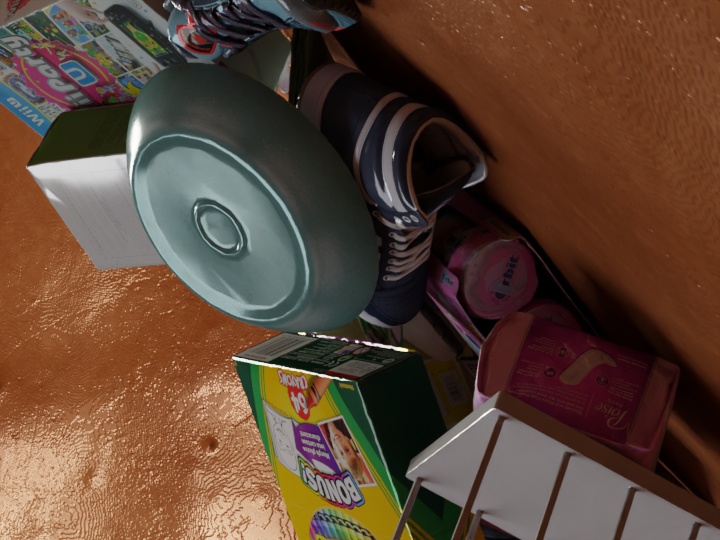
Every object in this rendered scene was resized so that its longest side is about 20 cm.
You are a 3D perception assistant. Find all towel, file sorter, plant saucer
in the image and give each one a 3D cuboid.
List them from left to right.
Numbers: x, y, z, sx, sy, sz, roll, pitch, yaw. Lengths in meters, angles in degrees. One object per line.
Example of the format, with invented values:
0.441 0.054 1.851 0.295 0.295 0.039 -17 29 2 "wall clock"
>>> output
-0.079 -0.034 1.148 0.199 0.036 0.201 25 139 24 "plant saucer"
-0.010 -0.056 1.249 0.200 0.023 0.153 62 -158 -45 "towel"
0.123 0.192 1.108 0.199 0.125 0.139 28 150 -9 "file sorter"

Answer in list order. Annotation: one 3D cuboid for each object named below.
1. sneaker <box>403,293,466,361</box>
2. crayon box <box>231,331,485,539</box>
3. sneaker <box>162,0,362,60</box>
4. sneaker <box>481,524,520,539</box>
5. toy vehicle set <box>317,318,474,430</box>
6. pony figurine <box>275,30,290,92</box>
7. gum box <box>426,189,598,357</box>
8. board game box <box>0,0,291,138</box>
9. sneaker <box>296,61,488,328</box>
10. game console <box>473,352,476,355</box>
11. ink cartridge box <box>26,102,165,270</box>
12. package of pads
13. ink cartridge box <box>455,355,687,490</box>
0.000 0.000 1.385 0.200 0.087 0.075 42 -145 -11 "sneaker"
-0.001 0.137 1.288 0.200 0.058 0.173 5 116 62 "crayon box"
-0.066 -0.155 1.084 0.079 0.095 0.200 48 176 -19 "sneaker"
0.131 0.179 1.556 0.077 0.147 0.202 11 -174 27 "sneaker"
0.040 0.104 1.415 0.027 0.124 0.201 -44 64 58 "toy vehicle set"
-0.158 -0.202 1.409 0.201 0.166 0.193 62 177 33 "pony figurine"
0.109 0.034 1.276 0.200 0.066 0.113 50 176 -31 "gum box"
-0.171 -0.153 1.266 0.199 0.065 0.147 -13 138 43 "board game box"
0.029 -0.030 1.136 0.108 0.070 0.201 22 142 39 "sneaker"
0.077 0.111 1.541 0.031 0.201 0.177 11 156 26 "game console"
-0.119 -0.062 1.252 0.199 0.059 0.104 -4 133 32 "ink cartridge box"
0.132 0.115 1.182 0.120 0.076 0.200 18 150 13 "package of pads"
0.169 0.147 1.429 0.200 0.041 0.199 47 -160 22 "ink cartridge box"
